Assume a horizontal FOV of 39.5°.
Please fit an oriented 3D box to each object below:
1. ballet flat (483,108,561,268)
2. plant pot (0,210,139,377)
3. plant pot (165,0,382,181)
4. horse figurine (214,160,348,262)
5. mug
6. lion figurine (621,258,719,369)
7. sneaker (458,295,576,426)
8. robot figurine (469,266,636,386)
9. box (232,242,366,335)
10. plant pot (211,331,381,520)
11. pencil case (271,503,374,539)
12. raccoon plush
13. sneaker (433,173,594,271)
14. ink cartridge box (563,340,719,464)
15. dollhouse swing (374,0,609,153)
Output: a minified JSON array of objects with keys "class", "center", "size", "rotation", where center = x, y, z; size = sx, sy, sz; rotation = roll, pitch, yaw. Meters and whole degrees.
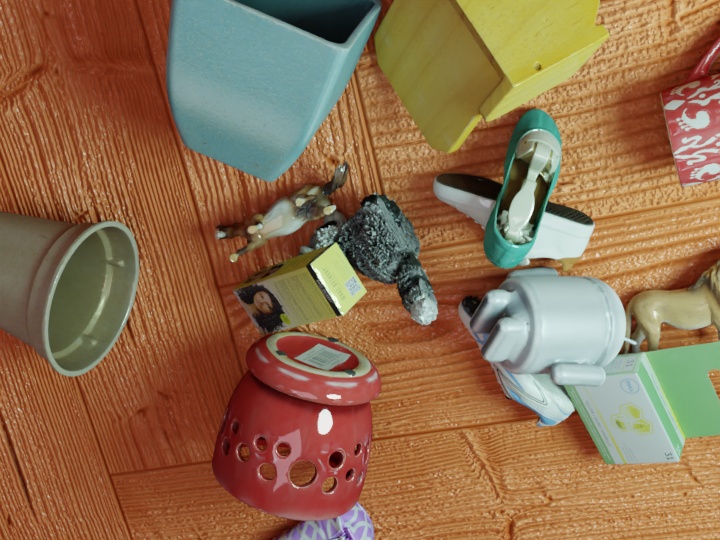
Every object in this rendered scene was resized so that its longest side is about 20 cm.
[{"class":"ballet flat","center":[0.192,-0.099,1.128],"size":[0.066,0.070,0.203],"rotation":[20,74,-5]},{"class":"plant pot","center":[-0.414,0.009,1.284],"size":[0.181,0.200,0.204],"rotation":[17,112,16]},{"class":"plant pot","center":[-0.109,-0.223,1.136],"size":[0.193,0.197,0.202],"rotation":[22,122,2]},{"class":"horse figurine","center":[-0.093,-0.068,1.230],"size":[0.198,0.133,0.050],"rotation":[-29,100,5]},{"class":"mug","center":[0.435,-0.185,1.097],"size":[0.197,0.180,0.134],"rotation":[-14,143,19]},{"class":"lion figurine","center":[0.388,0.046,1.198],"size":[0.197,0.073,0.124],"rotation":[-14,103,18]},{"class":"sneaker","center":[0.187,0.118,1.263],"size":[0.200,0.072,0.072],"rotation":[47,119,-4]},{"class":"robot figurine","center":[0.230,0.063,1.184],"size":[0.197,0.171,0.114],"rotation":[1,142,-23]},{"class":"box","center":[-0.079,0.026,1.231],"size":[0.199,0.050,0.076],"rotation":[-19,108,54]},{"class":"plant pot","center":[-0.077,0.186,1.271],"size":[0.197,0.201,0.185],"rotation":[14,104,5]},{"class":"pencil case","center":[-0.071,0.393,1.400],"size":[0.199,0.086,0.084],"rotation":[-38,101,21]},{"class":"raccoon plush","center":[0.000,0.000,1.203],"size":[0.133,0.202,0.097],"rotation":[-34,134,21]},{"class":"sneaker","center":[0.173,-0.051,1.201],"size":[0.197,0.073,0.086],"rotation":[21,117,6]},{"class":"ink cartridge box","center":[0.363,0.164,1.207],"size":[0.198,0.048,0.147],"rotation":[-11,120,40]},{"class":"dollhouse swing","center":[0.135,-0.263,1.118],"size":[0.180,0.176,0.202],"rotation":[-29,77,-15]}]
